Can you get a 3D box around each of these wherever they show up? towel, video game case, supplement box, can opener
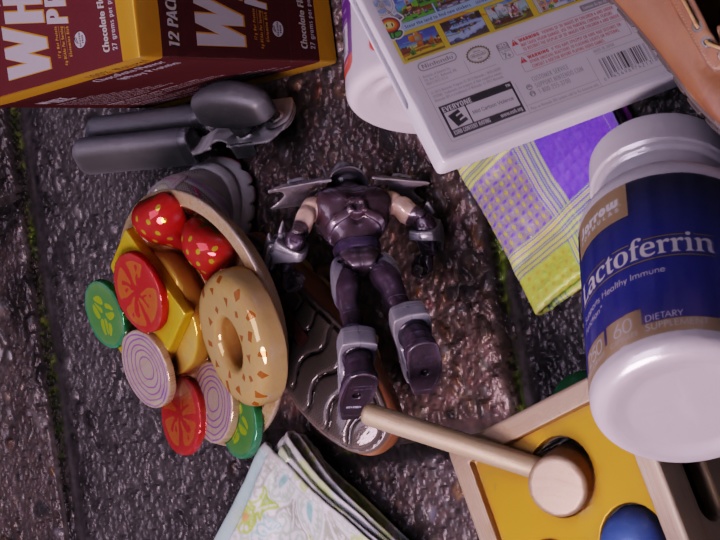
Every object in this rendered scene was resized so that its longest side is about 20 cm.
[{"bbox_3d":[-0.044,0.244,1.707,0.171,0.048,0.200,42,119,33],"label":"towel"},{"bbox_3d":[0.100,-0.172,1.461,0.182,0.200,0.023,64,163,17],"label":"video game case"},{"bbox_3d":[-0.161,-0.201,1.682,0.197,0.200,0.133,-10,86,43],"label":"supplement box"},{"bbox_3d":[-0.137,-0.113,1.741,0.200,0.053,0.067,-7,128,34],"label":"can opener"},{"bbox_3d":[0.120,-0.087,1.552,0.144,0.023,0.200,-42,65,35],"label":"towel"}]

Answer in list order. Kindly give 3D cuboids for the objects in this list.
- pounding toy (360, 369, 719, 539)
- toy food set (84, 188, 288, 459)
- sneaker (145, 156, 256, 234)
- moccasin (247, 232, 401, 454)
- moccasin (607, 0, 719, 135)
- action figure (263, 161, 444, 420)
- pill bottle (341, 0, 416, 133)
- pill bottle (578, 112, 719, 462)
[{"bbox_3d":[0.136,0.142,1.470,0.184,0.142,0.200,-31,72,39],"label":"pounding toy"},{"bbox_3d":[-0.121,0.040,1.637,0.200,0.049,0.198,52,140,22],"label":"toy food set"},{"bbox_3d":[-0.133,0.014,1.745,0.081,0.088,0.200,-4,90,43],"label":"sneaker"},{"bbox_3d":[-0.028,0.056,1.657,0.074,0.078,0.201,-55,52,15],"label":"moccasin"},{"bbox_3d":[0.234,-0.138,1.407,0.078,0.074,0.201,-48,67,31],"label":"moccasin"},{"bbox_3d":[0.000,0.000,1.588,0.069,0.130,0.200,83,176,-53],"label":"action figure"},{"bbox_3d":[0.042,-0.203,1.538,0.111,0.111,0.200,-23,60,41],"label":"pill bottle"},{"bbox_3d":[0.191,0.006,1.385,0.116,0.116,0.200,-40,35,36],"label":"pill bottle"}]
